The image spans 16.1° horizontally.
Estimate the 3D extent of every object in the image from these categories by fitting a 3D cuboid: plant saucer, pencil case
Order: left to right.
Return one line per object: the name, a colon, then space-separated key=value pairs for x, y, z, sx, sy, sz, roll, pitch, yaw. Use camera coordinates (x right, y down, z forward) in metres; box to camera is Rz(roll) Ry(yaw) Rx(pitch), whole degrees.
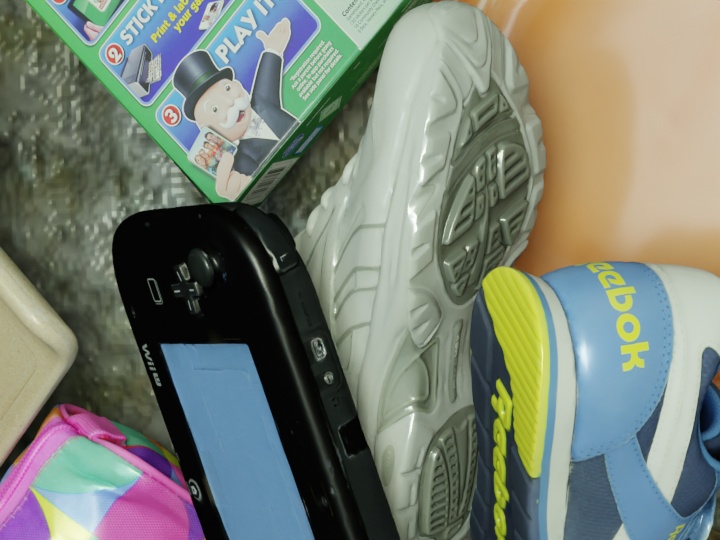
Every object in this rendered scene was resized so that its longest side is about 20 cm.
pencil case: x=-0.133 y=0.143 z=0.917 sx=0.088 sy=0.088 sz=0.200 roll=35 pitch=84 yaw=16
plant saucer: x=0.107 y=-0.053 z=0.876 sx=0.200 sy=0.037 sz=0.201 roll=0 pitch=91 yaw=20

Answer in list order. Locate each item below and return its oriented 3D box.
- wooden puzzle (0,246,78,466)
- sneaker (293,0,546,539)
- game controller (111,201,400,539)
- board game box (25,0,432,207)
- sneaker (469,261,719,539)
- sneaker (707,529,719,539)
wooden puzzle: x=-0.190 y=0.009 z=0.953 sx=0.185 sy=0.046 sz=0.200 roll=49 pitch=135 yaw=13
sneaker: x=0.000 y=0.000 z=0.858 sx=0.099 sy=0.078 sz=0.200 roll=23 pitch=117 yaw=31
game controller: x=-0.029 y=0.072 z=0.850 sx=0.104 sy=0.042 sz=0.200 roll=-7 pitch=104 yaw=50
board game box: x=-0.027 y=-0.136 z=0.865 sx=0.135 sy=0.029 sz=0.200 roll=48 pitch=116 yaw=12
sneaker: x=0.083 y=0.077 z=0.837 sx=0.082 sy=0.200 sz=0.074 roll=-14 pitch=46 yaw=-14
sneaker: x=0.173 y=0.181 z=0.839 sx=0.200 sy=0.071 sz=0.113 roll=30 pitch=98 yaw=23
